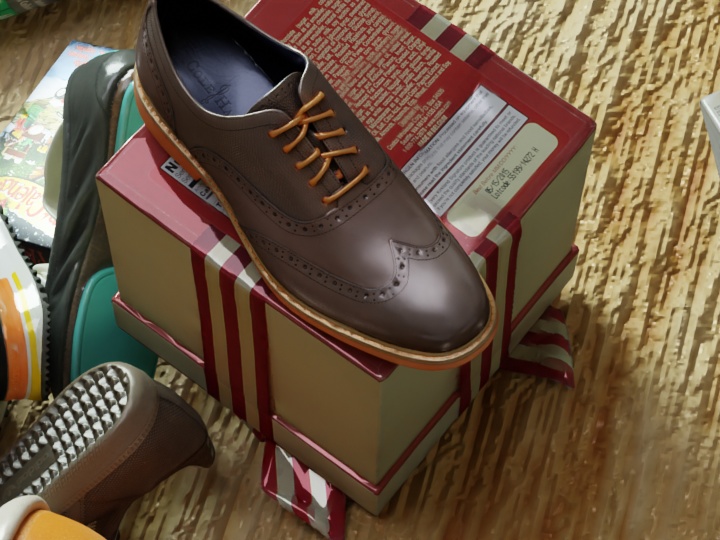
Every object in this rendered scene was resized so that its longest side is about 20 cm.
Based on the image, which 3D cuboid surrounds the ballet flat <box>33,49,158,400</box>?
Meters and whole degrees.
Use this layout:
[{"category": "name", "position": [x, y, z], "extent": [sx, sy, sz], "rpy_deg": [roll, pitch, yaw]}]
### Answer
[{"category": "ballet flat", "position": [-0.130, -0.011, 1.170], "extent": [0.068, 0.068, 0.200], "rpy_deg": [15, 97, 41]}]

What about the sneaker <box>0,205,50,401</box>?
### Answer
[{"category": "sneaker", "position": [-0.217, 0.007, 1.168], "extent": [0.090, 0.070, 0.200], "rpy_deg": [-7, 27, -23]}]

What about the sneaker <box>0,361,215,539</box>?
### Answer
[{"category": "sneaker", "position": [-0.154, 0.126, 1.113], "extent": [0.200, 0.076, 0.070], "rpy_deg": [-37, 43, 18]}]

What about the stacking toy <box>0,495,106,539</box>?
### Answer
[{"category": "stacking toy", "position": [-0.074, 0.182, 1.009], "extent": [0.200, 0.146, 0.146], "rpy_deg": [9, 53, 6]}]

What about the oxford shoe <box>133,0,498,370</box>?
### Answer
[{"category": "oxford shoe", "position": [-0.023, -0.038, 0.956], "extent": [0.200, 0.073, 0.071], "rpy_deg": [42, 71, 16]}]

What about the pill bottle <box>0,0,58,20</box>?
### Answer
[{"category": "pill bottle", "position": [-0.156, -0.224, 1.380], "extent": [0.200, 0.113, 0.113], "rpy_deg": [-18, 47, 5]}]

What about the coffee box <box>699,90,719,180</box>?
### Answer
[{"category": "coffee box", "position": [0.275, -0.060, 1.097], "extent": [0.200, 0.080, 0.113], "rpy_deg": [-23, 47, 0]}]

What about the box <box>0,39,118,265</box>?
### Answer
[{"category": "box", "position": [-0.106, -0.047, 1.258], "extent": [0.200, 0.038, 0.137], "rpy_deg": [15, 57, 30]}]

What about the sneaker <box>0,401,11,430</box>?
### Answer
[{"category": "sneaker", "position": [-0.263, 0.085, 1.164], "extent": [0.200, 0.093, 0.070], "rpy_deg": [-37, 48, -12]}]

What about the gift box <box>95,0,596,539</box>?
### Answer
[{"category": "gift box", "position": [0.000, 0.000, 1.081], "extent": [0.200, 0.187, 0.185], "rpy_deg": [41, 71, 15]}]
